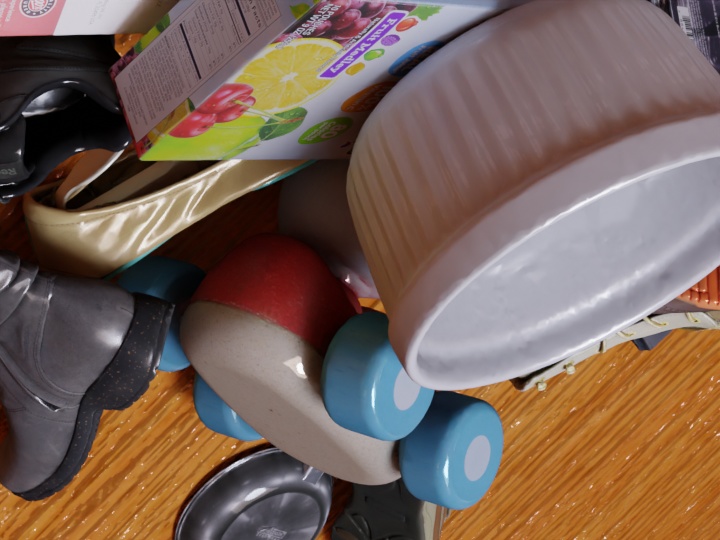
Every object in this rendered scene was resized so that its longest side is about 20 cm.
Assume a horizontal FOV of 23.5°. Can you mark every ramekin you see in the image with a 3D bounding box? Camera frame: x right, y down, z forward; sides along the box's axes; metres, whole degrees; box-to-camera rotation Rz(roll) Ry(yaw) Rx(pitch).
[{"bbox_3d":[0.088,-0.040,0.806,0.199,0.106,0.200,-23,158,-10],"label":"ramekin"}]

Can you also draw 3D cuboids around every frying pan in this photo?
[{"bbox_3d":[-0.035,0.140,1.121,0.189,0.031,0.115,-35,140,-3],"label":"frying pan"}]

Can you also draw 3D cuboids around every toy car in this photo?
[{"bbox_3d":[0.000,0.000,0.954,0.177,0.183,0.201,48,63,-49],"label":"toy car"}]

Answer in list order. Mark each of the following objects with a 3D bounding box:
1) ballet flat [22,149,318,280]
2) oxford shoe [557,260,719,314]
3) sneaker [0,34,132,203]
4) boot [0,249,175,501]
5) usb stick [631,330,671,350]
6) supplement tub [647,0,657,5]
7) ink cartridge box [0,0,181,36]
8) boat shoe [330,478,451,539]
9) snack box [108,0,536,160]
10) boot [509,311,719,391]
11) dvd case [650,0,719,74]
[{"bbox_3d":[-0.082,-0.061,0.884,0.199,0.069,0.063,-33,125,-10],"label":"ballet flat"},{"bbox_3d":[0.155,-0.008,0.937,0.198,0.072,0.073,6,161,3],"label":"oxford shoe"},{"bbox_3d":[-0.192,-0.065,0.777,0.199,0.091,0.076,-23,138,-18],"label":"sneaker"},{"bbox_3d":[-0.188,0.043,0.891,0.131,0.070,0.200,23,139,-17],"label":"boot"},{"bbox_3d":[0.256,-0.021,1.194,0.200,0.033,0.055,-42,138,0],"label":"usb stick"},{"bbox_3d":[0.128,-0.096,0.966,0.122,0.123,0.200,-37,139,-4],"label":"supplement tub"},{"bbox_3d":[-0.072,-0.166,0.763,0.199,0.068,0.117,-5,151,-29],"label":"ink cartridge box"},{"bbox_3d":[0.032,0.146,1.138,0.074,0.075,0.201,-51,162,-35],"label":"boat shoe"},{"bbox_3d":[0.006,-0.104,0.798,0.199,0.053,0.142,-4,159,-46],"label":"snack box"},{"bbox_3d":[0.161,0.022,1.054,0.154,0.200,0.073,-22,101,-16],"label":"boot"},{"bbox_3d":[0.213,-0.158,0.954,0.016,0.150,0.199,-14,173,41],"label":"dvd case"}]
